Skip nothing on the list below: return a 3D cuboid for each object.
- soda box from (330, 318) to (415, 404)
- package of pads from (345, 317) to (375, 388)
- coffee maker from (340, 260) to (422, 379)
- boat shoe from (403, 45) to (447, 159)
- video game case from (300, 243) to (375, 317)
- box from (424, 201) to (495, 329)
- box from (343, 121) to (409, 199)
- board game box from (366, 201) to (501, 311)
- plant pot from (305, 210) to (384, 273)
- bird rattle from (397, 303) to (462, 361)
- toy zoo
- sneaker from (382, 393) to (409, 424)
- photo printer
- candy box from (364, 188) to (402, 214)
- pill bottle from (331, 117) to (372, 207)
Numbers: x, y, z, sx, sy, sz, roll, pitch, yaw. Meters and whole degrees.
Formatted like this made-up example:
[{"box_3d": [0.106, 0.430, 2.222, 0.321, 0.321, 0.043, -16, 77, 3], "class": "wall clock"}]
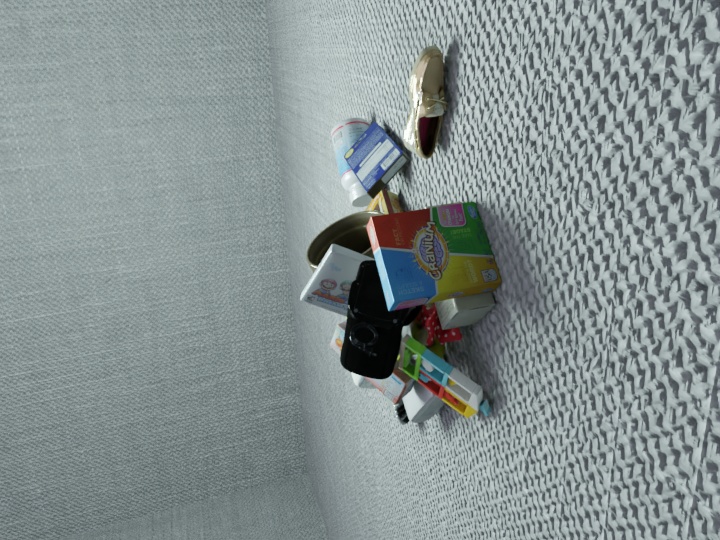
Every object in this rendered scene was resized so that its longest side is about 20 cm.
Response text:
[{"box_3d": [0.030, 0.187, 1.270, 0.198, 0.068, 0.065, 39, 126, 21], "class": "soda box"}, {"box_3d": [0.015, 0.160, 1.415, 0.202, 0.066, 0.158, -114, 40, -54], "class": "package of pads"}, {"box_3d": [0.016, 0.114, 1.123, 0.133, 0.192, 0.203, 31, 144, 19], "class": "coffee maker"}, {"box_3d": [0.128, -0.300, 1.088, 0.070, 0.072, 0.204, 51, 149, 39], "class": "boat shoe"}, {"box_3d": [-0.003, 0.038, 1.203, 0.183, 0.194, 0.024, 128, 156, -47], "class": "video game case"}, {"box_3d": [0.165, -0.009, 1.072, 0.095, 0.075, 0.206, 115, 143, -65], "class": "box"}, {"box_3d": [0.032, -0.262, 1.385, 0.121, 0.032, 0.202, -45, 37, 13], "class": "box"}, {"box_3d": [0.122, -0.027, 0.996, 0.041, 0.193, 0.158, 115, 142, -64], "class": "board game box"}, {"box_3d": [0.000, 0.000, 1.304, 0.177, 0.196, 0.201, 65, 174, -29], "class": "plant pot"}, {"box_3d": [0.123, 0.095, 1.183, 0.202, 0.108, 0.167, 94, 166, -57], "class": "bird rattle"}, {"box_3d": [0.157, 0.208, 1.111, 0.197, 0.021, 0.133, 35, 156, 19], "class": "toy zoo"}, {"box_3d": [0.082, 0.291, 1.471, 0.080, 0.074, 0.205, 18, 136, 53], "class": "sneaker"}, {"box_3d": [0.129, 0.212, 1.324, 0.168, 0.067, 0.205, 116, 143, -54], "class": "photo printer"}, {"box_3d": [0.028, -0.080, 1.424, 0.201, 0.054, 0.118, -50, 39, 35], "class": "candy box"}, {"box_3d": [-0.006, -0.273, 1.515, 0.109, 0.105, 0.207, 127, 133, -69], "class": "pill bottle"}]
